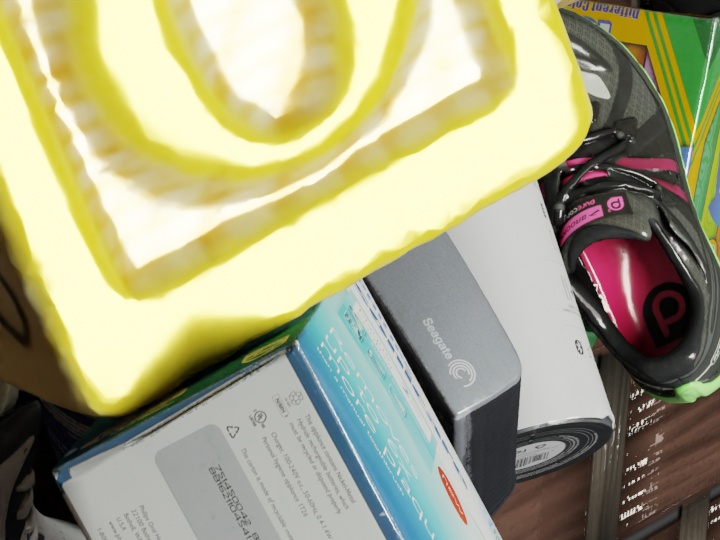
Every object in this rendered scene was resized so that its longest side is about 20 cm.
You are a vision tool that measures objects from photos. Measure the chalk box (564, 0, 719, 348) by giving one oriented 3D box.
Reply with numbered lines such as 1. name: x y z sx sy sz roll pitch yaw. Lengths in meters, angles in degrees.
1. chalk box: 0.118 -0.028 1.425 0.125 0.124 0.200 3 97 -66

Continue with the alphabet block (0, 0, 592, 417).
1. alphabet block: -0.081 -0.090 0.912 0.196 0.200 0.195 -32 112 -23

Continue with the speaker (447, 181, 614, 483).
1. speaker: 0.045 -0.011 1.270 0.081 0.081 0.200 19 50 -60

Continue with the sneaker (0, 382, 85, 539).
1. sneaker: -0.137 0.072 1.063 0.199 0.079 0.130 15 111 -50

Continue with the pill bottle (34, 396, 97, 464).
1. pill bottle: -0.069 0.055 1.150 0.111 0.111 0.200 -59 159 -29

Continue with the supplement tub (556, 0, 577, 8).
1. supplement tub: 0.059 -0.178 1.243 0.200 0.144 0.144 -27 124 -61

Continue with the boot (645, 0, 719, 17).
1. boot: 0.167 -0.092 1.551 0.151 0.073 0.200 -55 149 -33

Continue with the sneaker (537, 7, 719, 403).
1. sneaker: 0.112 -0.035 1.312 0.200 0.077 0.084 61 11 8

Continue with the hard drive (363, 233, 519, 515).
1. hard drive: 0.000 0.000 1.154 0.042 0.200 0.135 -27 153 -13

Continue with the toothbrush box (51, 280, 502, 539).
1. toothbrush box: -0.012 0.088 0.918 0.146 0.085 0.200 62 6 -4
